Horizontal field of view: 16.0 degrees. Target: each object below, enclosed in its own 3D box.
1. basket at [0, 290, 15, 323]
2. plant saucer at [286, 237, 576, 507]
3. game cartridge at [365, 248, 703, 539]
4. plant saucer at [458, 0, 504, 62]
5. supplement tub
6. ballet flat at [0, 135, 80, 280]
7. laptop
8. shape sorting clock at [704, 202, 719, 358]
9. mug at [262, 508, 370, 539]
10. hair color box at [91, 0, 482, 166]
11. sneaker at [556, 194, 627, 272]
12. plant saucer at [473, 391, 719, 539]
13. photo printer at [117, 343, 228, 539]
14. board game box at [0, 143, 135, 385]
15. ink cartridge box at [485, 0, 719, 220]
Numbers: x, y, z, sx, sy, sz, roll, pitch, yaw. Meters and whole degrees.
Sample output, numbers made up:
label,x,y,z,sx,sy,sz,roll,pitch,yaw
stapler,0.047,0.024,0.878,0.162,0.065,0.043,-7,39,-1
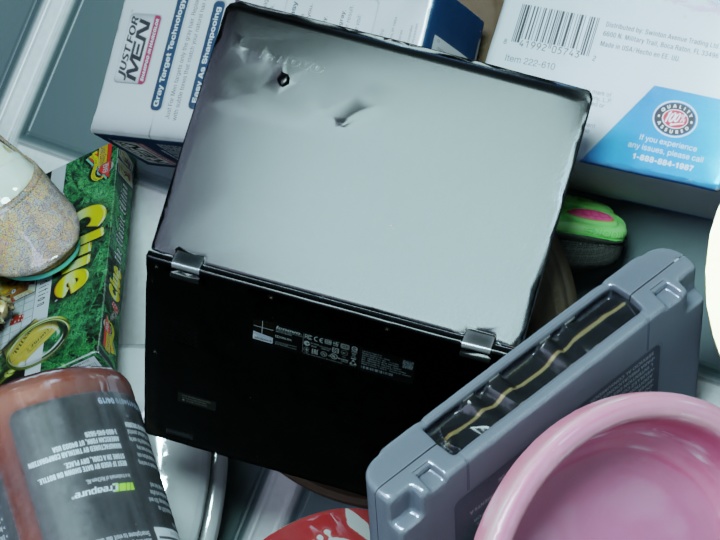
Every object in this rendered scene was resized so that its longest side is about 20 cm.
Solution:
label,x,y,z,sx,sy,sz,roll,pitch,yaw
basket,-0.316,0.001,1.417,0.143,0.149,0.200,-46,32,-14
plant saucer,0.010,0.028,1.293,0.199,0.029,0.202,3,104,12
game cartridge,0.083,0.088,1.216,0.200,0.134,0.040,-35,52,-25
plant saucer,0.022,-0.119,1.416,0.199,0.029,0.202,-9,71,28
supplement tub,-0.139,0.157,1.294,0.107,0.107,0.201,-26,70,20
ballet flat,-0.221,-0.053,1.468,0.068,0.067,0.200,-37,32,-12
laptop,0.000,0.000,1.261,0.186,0.201,0.116,15,45,10
shape sorting clock,0.262,0.005,1.206,0.198,0.039,0.202,-1,82,8
mug,0.013,0.212,1.236,0.133,0.178,0.200,-25,54,-11
hair color box,-0.041,-0.104,1.385,0.199,0.060,0.101,8,79,32
sneaker,0.050,0.013,1.342,0.199,0.077,0.084,-19,97,19
plant saucer,0.123,0.156,1.182,0.051,0.200,0.202,-1,72,58
photo printer,-0.165,0.122,1.420,0.199,0.069,0.168,0,74,30
board game box,-0.179,0.009,1.434,0.104,0.024,0.201,-23,34,14
ink cartridge box,0.156,-0.139,1.304,0.144,0.085,0.201,14,83,26
